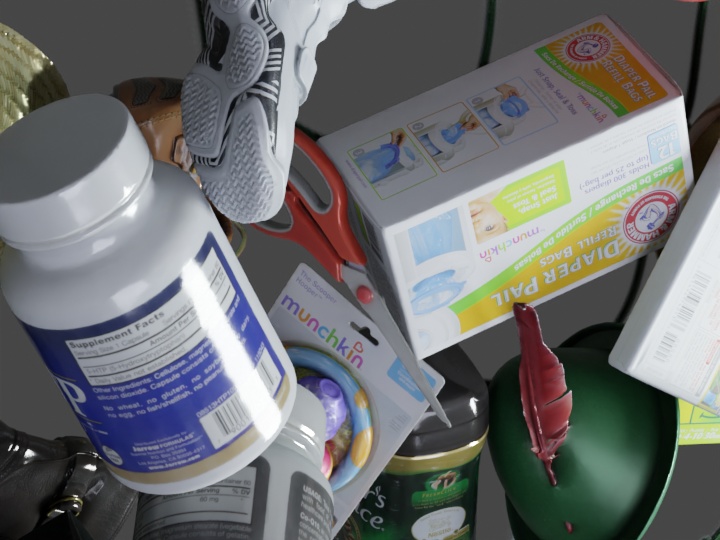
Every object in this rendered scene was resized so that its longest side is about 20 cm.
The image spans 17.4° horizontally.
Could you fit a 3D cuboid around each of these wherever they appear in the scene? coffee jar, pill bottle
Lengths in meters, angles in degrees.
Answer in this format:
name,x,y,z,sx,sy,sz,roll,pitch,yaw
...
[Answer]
name,x,y,z,sx,sy,sz,roll,pitch,yaw
coffee jar,0.030,0.133,1.519,0.085,0.104,0.201,-13,128,-20
pill bottle,-0.123,0.011,1.251,0.119,0.120,0.200,-29,125,-5
pill bottle,-0.074,0.164,1.324,0.113,0.201,0.114,4,146,3

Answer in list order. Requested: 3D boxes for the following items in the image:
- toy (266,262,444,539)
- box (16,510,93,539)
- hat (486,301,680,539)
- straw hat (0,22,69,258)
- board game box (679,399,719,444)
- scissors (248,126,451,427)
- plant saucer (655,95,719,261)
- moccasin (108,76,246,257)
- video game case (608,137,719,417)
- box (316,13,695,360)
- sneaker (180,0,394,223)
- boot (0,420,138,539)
name,x,y,z,sx,sy,sz,roll,pitch,yaw
toy,-0.049,0.109,1.441,0.200,0.115,0.047,-56,169,29
box,-0.177,0.276,1.417,0.148,0.124,0.200,-30,130,-2
hat,0.088,0.090,1.478,0.175,0.166,0.201,15,109,-33
straw hat,-0.236,-0.034,1.262,0.200,0.085,0.202,-15,130,-18
board game box,0.255,0.026,1.544,0.101,0.048,0.201,1,129,-36
scissors,0.000,0.000,1.361,0.014,0.200,0.073,-27,161,-52
plant saucer,0.268,-0.070,1.524,0.199,0.035,0.201,-19,138,-18
moccasin,-0.103,-0.020,1.355,0.077,0.074,0.202,-2,118,-5
video game case,0.258,-0.003,1.448,0.182,0.023,0.201,24,93,-40
box,0.092,-0.052,1.411,0.199,0.101,0.113,-25,132,-9
sneaker,-0.034,-0.125,1.258,0.115,0.075,0.201,1,80,-37
boot,-0.232,0.163,1.430,0.200,0.069,0.174,-47,137,17
